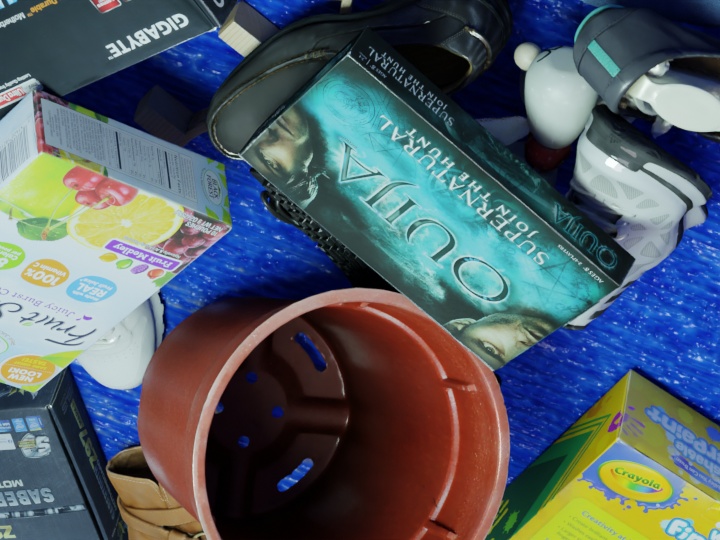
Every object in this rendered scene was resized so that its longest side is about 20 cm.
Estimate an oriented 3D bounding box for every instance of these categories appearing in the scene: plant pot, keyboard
[{"bbox_3d":[-0.040,0.099,1.724,0.201,0.201,0.195,44,169,-21],"label":"plant pot"},{"bbox_3d":[0.000,0.000,1.729,0.021,0.127,0.200,-47,118,-6],"label":"keyboard"}]

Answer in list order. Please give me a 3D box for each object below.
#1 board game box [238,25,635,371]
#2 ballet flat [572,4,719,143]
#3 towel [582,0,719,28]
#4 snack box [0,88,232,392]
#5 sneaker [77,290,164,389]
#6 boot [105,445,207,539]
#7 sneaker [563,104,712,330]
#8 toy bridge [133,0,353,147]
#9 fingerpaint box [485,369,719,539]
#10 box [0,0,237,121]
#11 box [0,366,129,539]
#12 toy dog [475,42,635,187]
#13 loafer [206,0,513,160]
[{"bbox_3d":[0.041,-0.036,1.584,0.200,0.028,0.135,40,142,-8],"label":"board game box"},{"bbox_3d":[0.206,-0.095,1.570,0.200,0.073,0.073,14,136,-33],"label":"ballet flat"},{"bbox_3d":[0.132,-0.202,1.567,0.200,0.049,0.112,13,130,4],"label":"towel"},{"bbox_3d":[-0.192,-0.013,1.656,0.142,0.053,0.200,22,134,-37],"label":"snack box"},{"bbox_3d":[-0.179,0.007,1.787,0.076,0.081,0.200,-4,128,15],"label":"sneaker"},{"bbox_3d":[-0.069,0.179,1.904,0.200,0.074,0.155,-10,121,17],"label":"boot"},{"bbox_3d":[0.140,-0.018,1.607,0.076,0.200,0.115,39,89,17],"label":"sneaker"},{"bbox_3d":[-0.054,-0.131,1.681,0.067,0.027,0.200,37,126,-17],"label":"toy bridge"},{"bbox_3d":[0.203,0.181,1.838,0.200,0.073,0.167,32,129,-13],"label":"fingerpaint box"},{"bbox_3d":[-0.185,-0.175,1.549,0.200,0.046,0.159,-18,120,39],"label":"box"},{"bbox_3d":[-0.274,0.145,1.938,0.200,0.051,0.158,-5,128,16],"label":"box"},{"bbox_3d":[0.078,-0.074,1.651,0.096,0.132,0.200,44,123,16],"label":"toy dog"},{"bbox_3d":[-0.009,-0.109,1.621,0.200,0.072,0.073,-25,113,26],"label":"loafer"}]
